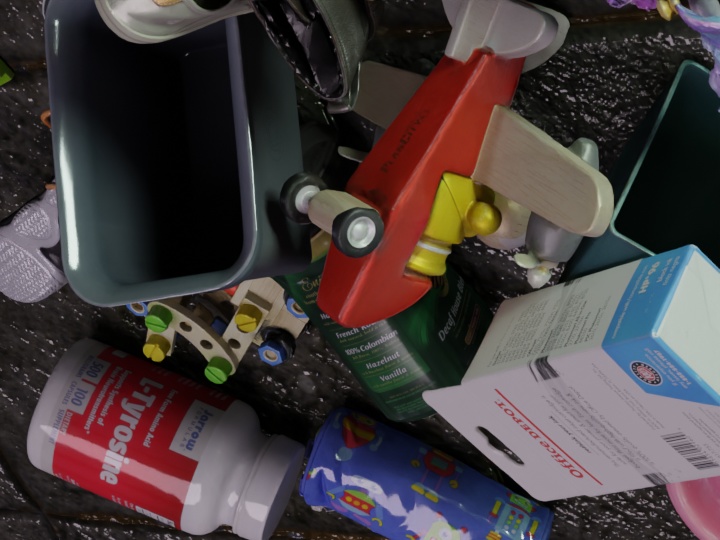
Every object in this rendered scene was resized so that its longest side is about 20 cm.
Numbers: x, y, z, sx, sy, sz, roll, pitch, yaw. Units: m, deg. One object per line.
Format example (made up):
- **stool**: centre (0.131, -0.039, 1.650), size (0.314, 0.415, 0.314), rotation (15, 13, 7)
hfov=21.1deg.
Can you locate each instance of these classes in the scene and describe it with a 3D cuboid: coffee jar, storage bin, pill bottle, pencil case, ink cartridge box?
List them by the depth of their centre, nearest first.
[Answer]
- **ink cartridge box**: centre (0.142, 0.064, 1.094), size (0.116, 0.068, 0.200), rotation (43, 147, -21)
- **storage bin**: centre (-0.106, -0.074, 1.166), size (0.145, 0.200, 0.134), rotation (-9, 170, 21)
- **coffee jar**: centre (0.000, 0.000, 1.293), size (0.085, 0.104, 0.200), rotation (-23, 119, 35)
- **pencil case**: centre (0.045, 0.179, 1.478), size (0.200, 0.078, 0.087), rotation (26, 112, 3)
- **pill bottle**: centre (-0.151, 0.139, 1.525), size (0.200, 0.112, 0.112), rotation (21, 140, 8)

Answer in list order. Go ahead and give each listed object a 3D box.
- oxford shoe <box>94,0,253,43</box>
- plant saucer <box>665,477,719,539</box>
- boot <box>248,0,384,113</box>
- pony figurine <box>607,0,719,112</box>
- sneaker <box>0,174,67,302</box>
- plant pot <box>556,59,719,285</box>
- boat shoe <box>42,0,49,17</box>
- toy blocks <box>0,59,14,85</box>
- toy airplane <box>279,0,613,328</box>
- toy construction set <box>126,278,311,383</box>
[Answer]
- **oxford shoe**: centre (-0.061, -0.180, 1.063), size (0.058, 0.200, 0.075), rotation (-30, 93, 46)
- **plant saucer**: centre (0.307, 0.141, 1.306), size (0.200, 0.051, 0.201), rotation (17, 139, 15)
- **boot**: centre (-0.018, -0.207, 1.026), size (0.069, 0.174, 0.200), rotation (-4, 131, 33)
- **pony figurine**: centre (0.172, -0.177, 0.990), size (0.193, 0.167, 0.200), rotation (-39, 106, 15)
- **sneaker**: centre (-0.173, -0.053, 1.333), size (0.200, 0.114, 0.076), rotation (-25, 108, 39)
- **plant pot**: centre (0.188, 0.008, 1.169), size (0.141, 0.141, 0.200), rotation (31, 146, -3)
- **boat shoe**: centre (-0.142, -0.183, 1.217), size (0.200, 0.057, 0.069), rotation (-21, 120, 43)
- **toy blocks**: centre (-0.346, -0.157, 1.303), size (0.100, 0.137, 0.200), rotation (-18, 122, 42)
- **toy airplane**: centre (0.064, -0.069, 1.139), size (0.199, 0.200, 0.141), rotation (-24, 136, 32)
- **toy construction set**: centre (-0.092, 0.008, 1.377), size (0.131, 0.092, 0.200), rotation (30, 152, -2)
